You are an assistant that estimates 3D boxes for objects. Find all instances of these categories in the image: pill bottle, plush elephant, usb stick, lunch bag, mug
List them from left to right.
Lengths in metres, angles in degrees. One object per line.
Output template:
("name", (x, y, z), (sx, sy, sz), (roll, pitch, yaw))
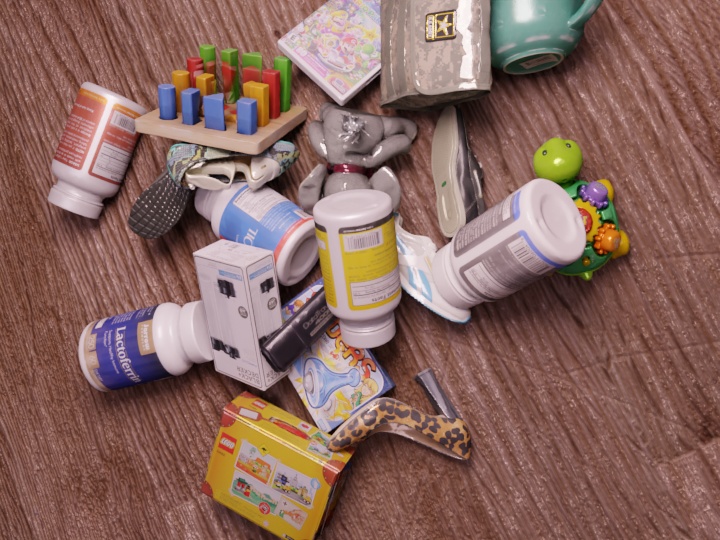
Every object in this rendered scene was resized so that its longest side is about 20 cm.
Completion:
("pill bottle", (-0.441, -0.196, 1.068), (0.110, 0.112, 0.204), (23, 91, 12))
("pill bottle", (-0.332, 0.117, 1.025), (0.196, 0.116, 0.118), (-14, 84, 11))
("pill bottle", (-0.159, -0.074, 0.995), (0.198, 0.112, 0.114), (33, 94, 21))
("usb stick", (-0.065, 0.067, 0.952), (0.200, 0.032, 0.056), (-44, 111, -20))
("plush elephant", (-0.010, -0.155, 0.956), (0.161, 0.200, 0.158), (12, 108, 5))
("pill bottle", (0.000, 0.000, 0.893), (0.109, 0.112, 0.204), (-1, 114, 12))
("lunch bag", (0.110, -0.319, 0.895), (0.115, 0.199, 0.168), (-2, 94, -26))
("pill bottle", (0.192, -0.027, 0.867), (0.199, 0.112, 0.116), (-35, 77, 49))
("mug", (0.240, -0.349, 0.892), (0.148, 0.185, 0.117), (-6, 89, -6))

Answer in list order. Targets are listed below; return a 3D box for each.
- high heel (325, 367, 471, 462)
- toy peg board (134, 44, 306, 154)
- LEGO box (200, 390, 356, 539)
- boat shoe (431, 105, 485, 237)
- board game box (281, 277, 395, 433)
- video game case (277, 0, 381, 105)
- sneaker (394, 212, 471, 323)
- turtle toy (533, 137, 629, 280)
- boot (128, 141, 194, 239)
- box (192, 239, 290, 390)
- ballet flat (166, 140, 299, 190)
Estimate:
("high heel", (0.060, 0.251, 0.933), (0.197, 0.072, 0.144), (-28, 76, -13))
("toy peg board", (-0.203, -0.267, 0.965), (0.196, 0.200, 0.100), (12, 120, 13))
("LEGO box", (-0.126, 0.301, 0.970), (0.197, 0.077, 0.152), (24, 107, 13))
("boat shoe", (0.150, -0.148, 0.970), (0.066, 0.072, 0.205), (0, 78, -25))
("board game box", (-0.054, 0.131, 1.004), (0.134, 0.034, 0.202), (-35, 80, 8))
("video game case", (-0.010, -0.361, 0.992), (0.143, 0.018, 0.200), (43, 72, 11))
("sneaker", (0.094, -0.001, 0.960), (0.200, 0.076, 0.081), (43, 94, 9))
("turtle toy", (0.294, -0.085, 0.906), (0.143, 0.101, 0.204), (-16, 84, 11))
("boot", (-0.283, -0.144, 1.030), (0.067, 0.131, 0.201), (38, 103, -12))
("box", (-0.175, 0.066, 0.960), (0.115, 0.060, 0.204), (14, 120, 35))
("ballet flat", (-0.181, -0.146, 0.940), (0.195, 0.074, 0.076), (-7, 85, -17))
